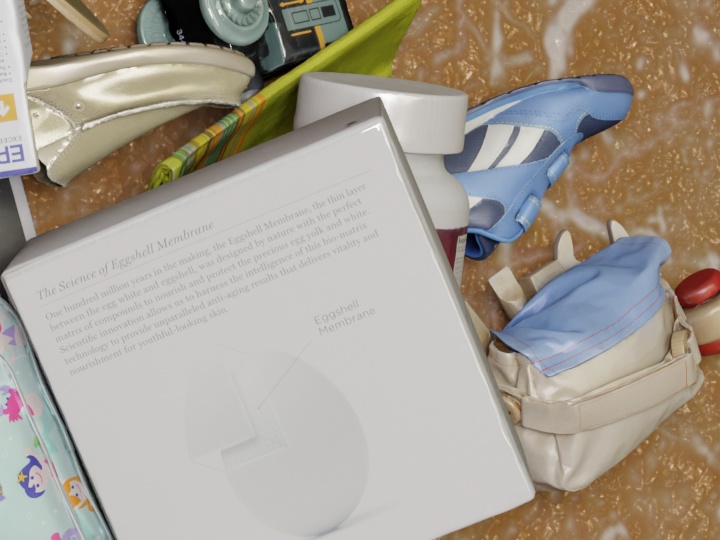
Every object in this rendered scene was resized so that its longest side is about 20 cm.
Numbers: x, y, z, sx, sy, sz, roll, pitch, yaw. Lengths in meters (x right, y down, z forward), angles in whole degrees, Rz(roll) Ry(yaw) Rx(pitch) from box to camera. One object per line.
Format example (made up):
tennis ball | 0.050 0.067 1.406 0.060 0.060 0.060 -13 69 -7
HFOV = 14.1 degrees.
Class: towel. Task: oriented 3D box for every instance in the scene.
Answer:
towel | -0.043 -0.083 1.586 0.200 0.086 0.018 -37 79 -30

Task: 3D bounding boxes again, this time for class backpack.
backpack | -0.229 0.121 1.396 0.199 0.151 0.178 -23 97 -11

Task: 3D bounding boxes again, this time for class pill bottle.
pill bottle | 0.000 0.000 1.547 0.109 0.109 0.201 2 100 -29

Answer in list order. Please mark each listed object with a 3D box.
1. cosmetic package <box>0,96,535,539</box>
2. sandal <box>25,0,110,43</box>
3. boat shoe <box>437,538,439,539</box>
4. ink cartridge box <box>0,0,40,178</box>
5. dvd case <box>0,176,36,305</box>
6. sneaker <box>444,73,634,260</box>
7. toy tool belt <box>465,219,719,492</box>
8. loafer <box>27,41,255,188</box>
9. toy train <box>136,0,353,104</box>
cosmetic package | -0.044 0.045 1.435 0.198 0.123 0.201 -22 100 3
sandal | -0.228 -0.168 1.480 0.212 0.078 0.070 43 95 -12
boat shoe | -0.009 0.146 1.570 0.200 0.065 0.074 -32 96 -30
ink cartridge box | -0.265 -0.134 1.429 0.195 0.043 0.201 -7 100 2
dvd case | -0.241 -0.022 1.498 0.150 0.025 0.201 -14 87 -30
sneaker | 0.075 -0.054 1.657 0.199 0.074 0.083 -25 89 -22
toy tool belt | 0.135 0.028 1.646 0.200 0.125 0.123 -38 107 -30
loafer | -0.150 -0.078 1.503 0.199 0.076 0.069 -9 95 -14
toy train | -0.078 -0.190 1.596 0.114 0.085 0.201 -15 86 -43
